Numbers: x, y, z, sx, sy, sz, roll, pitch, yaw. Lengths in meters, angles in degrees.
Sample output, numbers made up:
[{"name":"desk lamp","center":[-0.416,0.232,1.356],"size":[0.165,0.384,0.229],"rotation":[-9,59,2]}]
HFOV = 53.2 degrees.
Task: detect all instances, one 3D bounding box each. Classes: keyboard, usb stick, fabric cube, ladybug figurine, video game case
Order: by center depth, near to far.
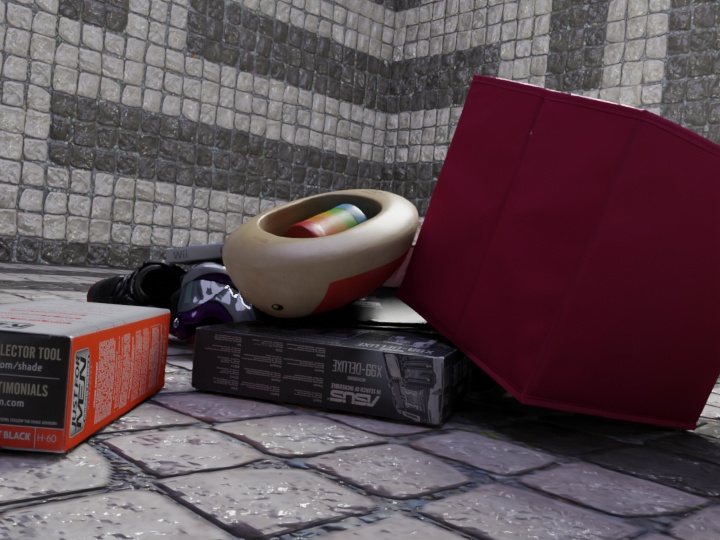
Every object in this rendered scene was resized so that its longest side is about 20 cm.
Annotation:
[{"name":"fabric cube","center":[0.178,-0.019,0.577],"size":[0.193,0.203,0.200],"rotation":[12,14,-30]},{"name":"ladybug figurine","center":[-0.027,-0.016,0.614],"size":[0.134,0.073,0.198],"rotation":[18,31,40]},{"name":"keyboard","center":[-0.005,0.040,0.664],"size":[0.196,0.040,0.104],"rotation":[6,23,-17]},{"name":"usb stick","center":[0.144,0.096,0.741],"size":[0.055,0.033,0.199],"rotation":[-2,-2,27]},{"name":"video game case","center":[-0.096,-0.021,0.814],"size":[0.196,0.018,0.143],"rotation":[-5,-4,18]}]

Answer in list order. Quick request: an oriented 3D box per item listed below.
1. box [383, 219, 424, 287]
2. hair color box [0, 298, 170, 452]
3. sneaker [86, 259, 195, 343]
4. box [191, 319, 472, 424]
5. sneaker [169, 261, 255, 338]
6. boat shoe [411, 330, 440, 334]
[{"name":"box","center":[0.039,0.023,0.777],"size":[0.108,0.035,0.201],"rotation":[2,-38,-25]},{"name":"hair color box","center":[-0.192,0.055,0.449],"size":[0.099,0.063,0.200],"rotation":[5,0,0]},{"name":"sneaker","center":[-0.244,0.027,0.815],"size":[0.197,0.072,0.098],"rotation":[7,-29,28]},{"name":"box","center":[-0.013,0.075,0.591],"size":[0.196,0.051,0.157],"rotation":[5,1,16]},{"name":"sneaker","center":[-0.097,0.069,0.740],"size":[0.197,0.088,0.075],"rotation":[21,-45,-12]},{"name":"boat shoe","center":[0.110,0.078,0.797],"size":[0.066,0.071,0.200],"rotation":[29,4,20]}]
